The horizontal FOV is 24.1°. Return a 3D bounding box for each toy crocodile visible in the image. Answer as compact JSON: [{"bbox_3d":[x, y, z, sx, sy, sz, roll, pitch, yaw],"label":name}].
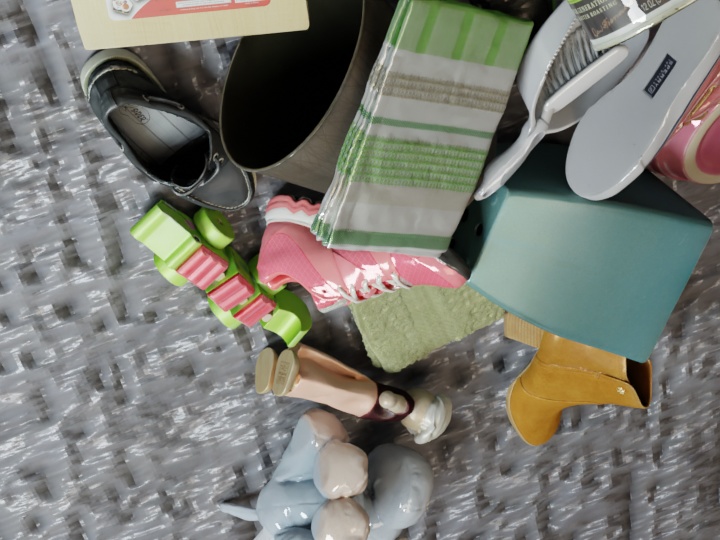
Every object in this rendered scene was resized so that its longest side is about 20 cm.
[{"bbox_3d":[-0.119,0.004,1.457,0.067,0.062,0.200,-37,132,13],"label":"toy crocodile"}]

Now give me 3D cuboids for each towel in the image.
[{"bbox_3d":[0.046,-0.108,1.278,0.148,0.031,0.202,3,113,-47],"label":"towel"},{"bbox_3d":[0.051,0.003,1.543,0.147,0.037,0.201,-26,134,1],"label":"towel"}]

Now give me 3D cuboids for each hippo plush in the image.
[{"bbox_3d":[-0.008,0.243,1.639,0.160,0.160,0.200,13,130,-34],"label":"hippo plush"}]

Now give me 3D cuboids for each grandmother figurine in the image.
[{"bbox_3d":[0.005,0.118,1.589,0.199,0.121,0.061,18,89,-31],"label":"grandmother figurine"}]

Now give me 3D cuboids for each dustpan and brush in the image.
[{"bbox_3d":[0.155,-0.139,1.349,0.200,0.057,0.139,-41,154,14],"label":"dustpan and brush"}]

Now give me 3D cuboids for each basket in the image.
[{"bbox_3d":[0.008,-0.124,1.343,0.199,0.135,0.182,29,80,-44],"label":"basket"}]

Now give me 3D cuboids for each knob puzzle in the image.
[{"bbox_3d":[-0.136,-0.263,1.225,0.217,0.031,0.221,0,127,0],"label":"knob puzzle"}]

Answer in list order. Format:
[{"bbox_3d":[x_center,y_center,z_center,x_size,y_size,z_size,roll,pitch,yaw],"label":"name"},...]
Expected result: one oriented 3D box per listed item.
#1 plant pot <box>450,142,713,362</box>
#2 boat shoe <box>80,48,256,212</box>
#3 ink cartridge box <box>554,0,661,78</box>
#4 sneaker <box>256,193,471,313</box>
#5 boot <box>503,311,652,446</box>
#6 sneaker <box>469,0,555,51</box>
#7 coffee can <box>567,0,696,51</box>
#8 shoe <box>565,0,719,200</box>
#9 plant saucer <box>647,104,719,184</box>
[{"bbox_3d":[0.169,-0.030,1.466,0.198,0.141,0.142,13,111,-32],"label":"plant pot"},{"bbox_3d":[-0.146,-0.096,1.353,0.074,0.066,0.200,-32,134,8],"label":"boat shoe"},{"bbox_3d":[0.270,-0.242,1.406,0.199,0.041,0.200,-39,136,15],"label":"ink cartridge box"},{"bbox_3d":[0.000,0.000,1.415,0.074,0.198,0.088,38,69,-60],"label":"sneaker"},{"bbox_3d":[0.215,0.115,1.631,0.071,0.143,0.202,-47,141,-34],"label":"boot"},{"bbox_3d":[0.093,-0.233,1.302,0.076,0.084,0.201,4,142,34],"label":"sneaker"},{"bbox_3d":[0.179,-0.281,1.201,0.146,0.146,0.201,-32,98,8],"label":"coffee can"},{"bbox_3d":[0.253,-0.135,1.363,0.090,0.072,0.201,5,127,-46],"label":"shoe"},{"bbox_3d":[0.335,-0.145,1.477,0.199,0.051,0.201,-23,149,-14],"label":"plant saucer"}]
